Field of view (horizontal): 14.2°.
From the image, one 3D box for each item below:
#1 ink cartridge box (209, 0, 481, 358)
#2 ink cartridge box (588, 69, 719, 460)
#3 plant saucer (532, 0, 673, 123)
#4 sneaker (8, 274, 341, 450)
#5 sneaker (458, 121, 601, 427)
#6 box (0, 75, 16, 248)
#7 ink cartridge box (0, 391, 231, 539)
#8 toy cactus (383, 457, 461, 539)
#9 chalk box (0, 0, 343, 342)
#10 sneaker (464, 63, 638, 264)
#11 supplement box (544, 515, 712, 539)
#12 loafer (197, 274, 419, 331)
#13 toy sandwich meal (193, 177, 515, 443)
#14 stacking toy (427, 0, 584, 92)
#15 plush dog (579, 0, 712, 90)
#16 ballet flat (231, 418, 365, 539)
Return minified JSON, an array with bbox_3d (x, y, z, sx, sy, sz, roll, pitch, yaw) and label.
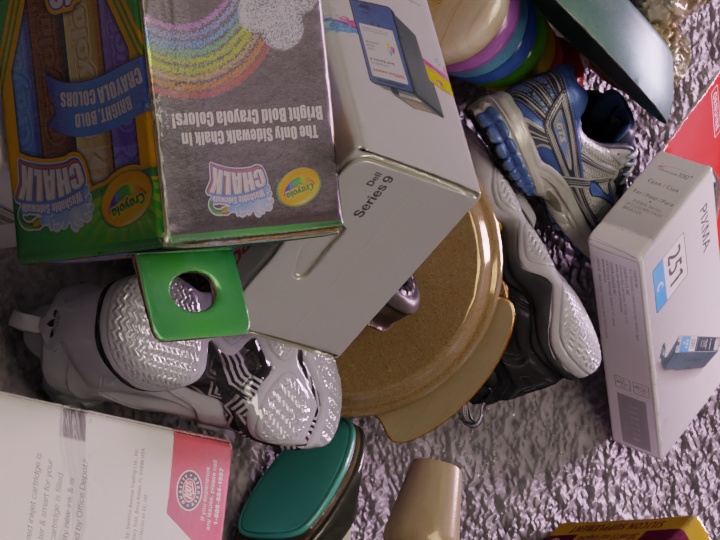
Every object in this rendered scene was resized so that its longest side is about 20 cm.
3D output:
[{"bbox_3d":[-0.024,-0.076,1.582,0.087,0.145,0.200,19,39,-29],"label":"ink cartridge box"},{"bbox_3d":[0.219,-0.003,1.921,0.176,0.045,0.200,-50,147,-31],"label":"ink cartridge box"},{"bbox_3d":[0.132,-0.174,1.817,0.036,0.200,0.200,-45,119,3],"label":"plant saucer"},{"bbox_3d":[-0.105,0.052,1.654,0.200,0.115,0.075,27,69,-46],"label":"sneaker"},{"bbox_3d":[0.062,0.001,1.822,0.200,0.114,0.075,63,9,26],"label":"sneaker"},{"bbox_3d":[-0.181,-0.126,1.576,0.106,0.152,0.200,27,68,-36],"label":"box"},{"bbox_3d":[-0.177,0.148,1.597,0.200,0.083,0.147,16,76,-39],"label":"ink cartridge box"},{"bbox_3d":[0.020,0.193,1.719,0.200,0.102,0.165,69,33,-70],"label":"toy cactus"},{"bbox_3d":[-0.096,-0.065,1.463,0.124,0.124,0.200,-5,90,-43],"label":"chalk box"},{"bbox_3d":[0.147,-0.069,1.859,0.077,0.085,0.200,60,10,32],"label":"sneaker"},{"bbox_3d":[0.136,0.253,1.828,0.200,0.131,0.103,-43,111,-36],"label":"supplement box"},{"bbox_3d":[-0.062,-0.009,1.685,0.073,0.200,0.071,-54,167,-70],"label":"loafer"},{"bbox_3d":[0.000,0.000,1.744,0.205,0.070,0.205,0,87,4],"label":"toy sandwich meal"},{"bbox_3d":[0.088,-0.143,1.836,0.200,0.085,0.085,32,63,-61],"label":"stacking toy"},{"bbox_3d":[0.214,-0.233,1.914,0.160,0.172,0.200,-44,112,-35],"label":"plush dog"},{"bbox_3d":[-0.049,0.177,1.718,0.200,0.068,0.068,-55,133,-34],"label":"ballet flat"}]
